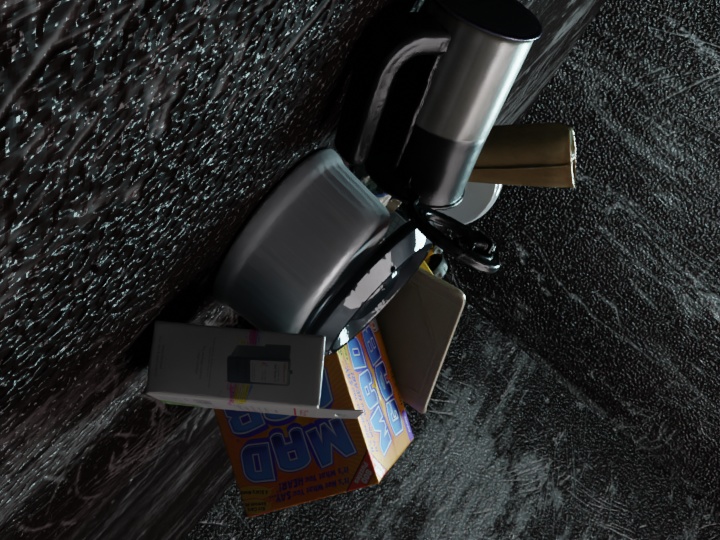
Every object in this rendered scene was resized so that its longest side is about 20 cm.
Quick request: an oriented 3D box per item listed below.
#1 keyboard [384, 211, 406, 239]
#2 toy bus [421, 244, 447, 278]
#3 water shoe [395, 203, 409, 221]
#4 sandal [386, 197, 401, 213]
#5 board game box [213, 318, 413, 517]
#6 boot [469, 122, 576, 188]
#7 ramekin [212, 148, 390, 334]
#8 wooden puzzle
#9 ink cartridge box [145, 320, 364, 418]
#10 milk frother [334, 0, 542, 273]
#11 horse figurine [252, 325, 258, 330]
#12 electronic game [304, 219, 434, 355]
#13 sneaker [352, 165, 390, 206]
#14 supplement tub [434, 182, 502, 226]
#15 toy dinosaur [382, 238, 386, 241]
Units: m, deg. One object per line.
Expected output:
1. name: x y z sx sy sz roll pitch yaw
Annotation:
1. keyboard: 0.019 0.011 1.141 0.011 0.056 0.202 -4 132 -52
2. toy bus: 0.048 -0.028 1.389 0.190 0.136 0.201 -32 -159 21
3. water shoe: 0.094 -0.115 1.234 0.197 0.071 0.080 -18 136 -42
4. sandal: 0.039 -0.115 1.117 0.080 0.057 0.201 -47 177 9
5. board game box: -0.065 0.190 1.079 0.196 0.205 0.199 -19 179 18
6. boot: 0.139 -0.152 0.872 0.175 0.195 0.068 47 50 -62
7. ramekin: -0.055 -0.017 0.814 0.201 0.097 0.201 -50 174 -7
8. wooden puzzle: 0.058 0.082 1.151 0.037 0.183 0.205 -8 121 -50
9. ink cartridge box: -0.093 0.098 0.737 0.117 0.194 0.069 109 -13 -75
10. milk frother: 0.095 -0.131 0.707 0.179 0.199 0.191 -31 153 -46
11. horse figurine: -0.084 0.050 1.064 0.132 0.051 0.198 -36 170 40
12. electronic game: 0.009 0.018 0.837 0.200 0.042 0.200 -45 170 -10
13. sneaker: -0.005 -0.073 0.981 0.201 0.077 0.085 -51 178 2
14. supplement tub: 0.126 -0.144 1.069 0.146 0.144 0.200 -52 -176 18
15. toy dinosaur: 0.000 0.000 1.036 0.199 0.046 0.091 7 82 -60
